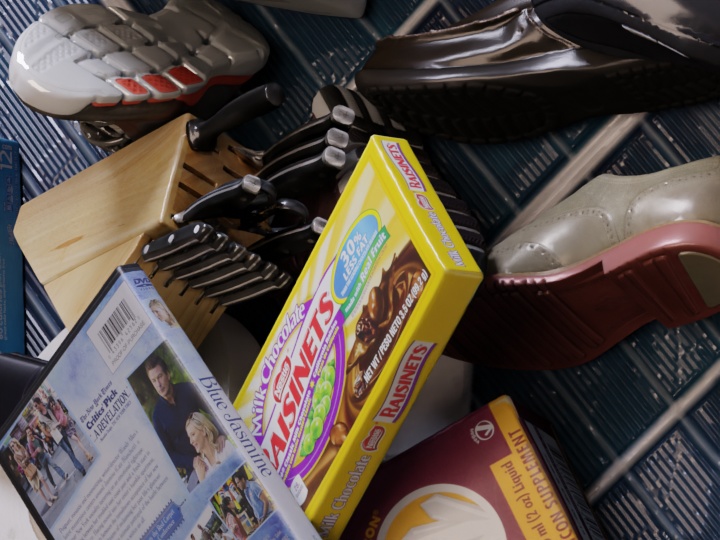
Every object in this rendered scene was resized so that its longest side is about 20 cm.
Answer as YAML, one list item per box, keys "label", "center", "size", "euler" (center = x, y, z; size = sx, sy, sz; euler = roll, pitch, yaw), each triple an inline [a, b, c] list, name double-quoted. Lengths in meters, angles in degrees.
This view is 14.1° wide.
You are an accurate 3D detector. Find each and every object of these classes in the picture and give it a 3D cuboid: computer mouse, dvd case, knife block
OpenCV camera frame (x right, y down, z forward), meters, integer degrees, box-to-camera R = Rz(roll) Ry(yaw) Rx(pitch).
- label: "computer mouse"
  center: [0.185, -0.152, 1.375]
  size: [0.199, 0.046, 0.141]
  euler: [22, 72, 23]
- label: "dvd case"
  center: [-0.095, 0.117, 1.402]
  size: [0.200, 0.018, 0.143]
  euler: [55, 128, 22]
- label: "knife block"
  center: [-0.086, -0.039, 1.485]
  size: [0.176, 0.064, 0.200]
  euler: [-53, 29, 8]

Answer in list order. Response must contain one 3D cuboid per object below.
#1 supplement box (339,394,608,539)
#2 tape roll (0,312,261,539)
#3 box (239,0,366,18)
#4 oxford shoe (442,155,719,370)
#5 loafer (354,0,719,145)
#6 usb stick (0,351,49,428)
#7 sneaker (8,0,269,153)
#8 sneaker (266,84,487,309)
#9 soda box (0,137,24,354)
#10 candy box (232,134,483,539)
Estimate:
- label: "supplement box"
  center: [0.022, 0.161, 1.429]
  size: [0.200, 0.086, 0.111]
  euler: [-30, 69, 10]
- label: "tape roll"
  center: [-0.128, 0.105, 1.534]
  size: [0.202, 0.037, 0.203]
  euler: [-27, 48, 35]
- label: "box"
  center: [-0.108, -0.241, 1.508]
  size: [0.199, 0.199, 0.172]
  euler: [13, 91, 31]
- label: "oxford shoe"
  center: [0.110, -0.004, 1.444]
  size: [0.199, 0.070, 0.075]
  euler: [-14, 46, 34]
- label: "loafer"
  center: [0.094, -0.112, 1.457]
  size: [0.199, 0.073, 0.072]
  euler: [-5, 66, 22]
- label: "usb stick"
  center: [-0.141, 0.080, 1.501]
  size: [0.200, 0.033, 0.056]
  euler: [10, 81, 53]
- label: "sneaker"
  center: [-0.118, -0.088, 1.508]
  size: [0.077, 0.200, 0.082]
  euler: [41, 116, 19]
- label: "sneaker"
  center: [0.000, 0.000, 1.470]
  size: [0.116, 0.075, 0.200]
  euler: [-62, 22, 24]
- label: "soda box"
  center: [-0.233, 0.025, 1.633]
  size: [0.064, 0.068, 0.201]
  euler: [-7, 81, 30]
- label: "candy box"
  center: [-0.010, 0.046, 1.363]
  size: [0.200, 0.026, 0.102]
  euler: [-62, 34, 30]
